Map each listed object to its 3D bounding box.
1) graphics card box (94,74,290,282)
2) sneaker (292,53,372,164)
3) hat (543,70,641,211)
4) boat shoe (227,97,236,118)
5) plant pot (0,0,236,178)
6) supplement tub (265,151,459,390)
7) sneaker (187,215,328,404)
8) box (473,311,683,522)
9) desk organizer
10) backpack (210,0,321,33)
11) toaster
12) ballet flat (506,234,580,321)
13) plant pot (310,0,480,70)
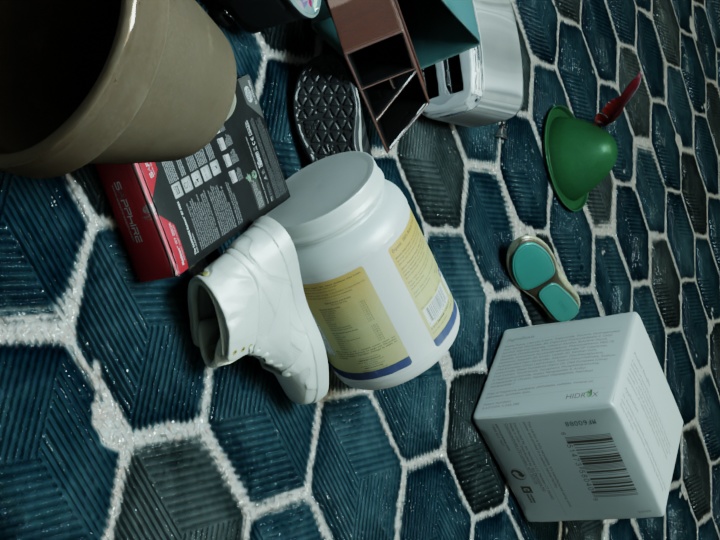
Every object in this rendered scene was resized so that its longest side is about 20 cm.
[{"bbox_3d":[-0.145,-0.086,1.097,0.200,0.050,0.127,-42,116,-54],"label":"graphics card box"},{"bbox_3d":[-0.024,-0.126,1.319,0.083,0.071,0.203,-43,122,-82],"label":"sneaker"},{"bbox_3d":[0.385,-0.187,1.889,0.199,0.174,0.168,0,82,-59],"label":"hat"},{"bbox_3d":[-0.179,-0.201,1.026,0.200,0.072,0.060,41,16,-26],"label":"boat shoe"},{"bbox_3d":[-0.183,-0.157,0.907,0.174,0.198,0.203,13,70,-57],"label":"plant pot"},{"bbox_3d":[0.000,0.000,1.224,0.201,0.143,0.145,62,35,-28],"label":"supplement tub"},{"bbox_3d":[-0.099,0.064,1.130,0.115,0.073,0.202,-40,130,-33],"label":"sneaker"},{"bbox_3d":[0.282,0.189,1.591,0.200,0.198,0.172,60,38,-29],"label":"box"},{"bbox_3d":[0.026,-0.215,1.325,0.200,0.071,0.078,60,12,-61],"label":"desk organizer"},{"bbox_3d":[-0.089,-0.355,1.183,0.177,0.149,0.202,42,42,-44],"label":"backpack"},{"bbox_3d":[0.127,-0.258,1.546,0.128,0.112,0.203,-4,87,-55],"label":"toaster"},{"bbox_3d":[0.246,0.002,1.735,0.200,0.067,0.063,51,13,-45],"label":"ballet flat"},{"bbox_3d":[0.034,-0.345,1.396,0.141,0.140,0.203,34,45,-50],"label":"plant pot"}]
